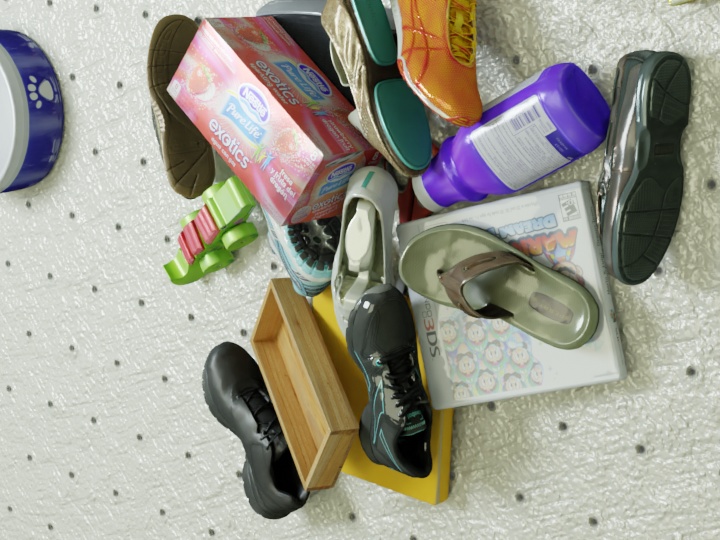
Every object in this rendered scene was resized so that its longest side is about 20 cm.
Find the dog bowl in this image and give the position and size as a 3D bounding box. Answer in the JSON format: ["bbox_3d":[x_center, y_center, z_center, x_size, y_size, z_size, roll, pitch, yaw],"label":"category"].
[{"bbox_3d":[-0.455,-0.194,1.827,0.199,0.079,0.202,10,105,38],"label":"dog bowl"}]

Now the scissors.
[{"bbox_3d":[0.053,-0.029,1.485,0.073,0.014,0.202,8,104,38],"label":"scissors"}]

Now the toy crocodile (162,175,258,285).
[{"bbox_3d":[-0.162,-0.042,1.610,0.068,0.061,0.200,64,150,9],"label":"toy crocodile"}]

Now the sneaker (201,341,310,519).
[{"bbox_3d":[-0.103,0.167,1.602,0.091,0.076,0.201,-22,93,61],"label":"sneaker"}]

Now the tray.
[{"bbox_3d":[-0.059,0.114,1.534,0.201,0.037,0.099,65,147,37],"label":"tray"}]

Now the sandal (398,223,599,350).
[{"bbox_3d":[0.122,0.012,1.358,0.200,0.057,0.081,21,105,27],"label":"sandal"}]

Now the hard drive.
[{"bbox_3d":[-0.029,-0.201,1.498,0.199,0.042,0.136,14,108,37],"label":"hard drive"}]

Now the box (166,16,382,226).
[{"bbox_3d":[-0.082,-0.149,1.460,0.200,0.102,0.095,50,126,22],"label":"box"}]

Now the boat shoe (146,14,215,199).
[{"bbox_3d":[-0.199,-0.175,1.625,0.065,0.072,0.202,152,115,-73],"label":"boat shoe"}]

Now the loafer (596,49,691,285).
[{"bbox_3d":[0.239,-0.091,1.295,0.063,0.071,0.202,23,107,55],"label":"loafer"}]

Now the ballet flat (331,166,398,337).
[{"bbox_3d":[0.000,0.000,1.435,0.069,0.069,0.202,22,121,34],"label":"ballet flat"}]

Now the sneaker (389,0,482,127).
[{"bbox_3d":[0.073,-0.218,1.357,0.077,0.072,0.201,-45,48,40],"label":"sneaker"}]

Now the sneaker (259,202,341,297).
[{"bbox_3d":[-0.079,-0.061,1.537,0.087,0.077,0.201,116,140,-52],"label":"sneaker"}]

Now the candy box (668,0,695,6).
[{"bbox_3d":[0.283,-0.328,1.227,0.102,0.026,0.202,-9,93,38],"label":"candy box"}]

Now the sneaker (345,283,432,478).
[{"bbox_3d":[0.039,0.107,1.426,0.079,0.075,0.202,34,138,52],"label":"sneaker"}]

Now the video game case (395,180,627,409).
[{"bbox_3d":[0.138,0.026,1.397,0.199,0.024,0.184,-12,89,30],"label":"video game case"}]

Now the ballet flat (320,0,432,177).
[{"bbox_3d":[0.012,-0.174,1.407,0.065,0.070,0.202,-28,73,46],"label":"ballet flat"}]

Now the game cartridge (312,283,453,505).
[{"bbox_3d":[0.021,0.120,1.527,0.175,0.032,0.202,15,108,35],"label":"game cartridge"}]

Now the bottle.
[{"bbox_3d":[0.132,-0.113,1.363,0.199,0.065,0.084,-29,108,40],"label":"bottle"}]
